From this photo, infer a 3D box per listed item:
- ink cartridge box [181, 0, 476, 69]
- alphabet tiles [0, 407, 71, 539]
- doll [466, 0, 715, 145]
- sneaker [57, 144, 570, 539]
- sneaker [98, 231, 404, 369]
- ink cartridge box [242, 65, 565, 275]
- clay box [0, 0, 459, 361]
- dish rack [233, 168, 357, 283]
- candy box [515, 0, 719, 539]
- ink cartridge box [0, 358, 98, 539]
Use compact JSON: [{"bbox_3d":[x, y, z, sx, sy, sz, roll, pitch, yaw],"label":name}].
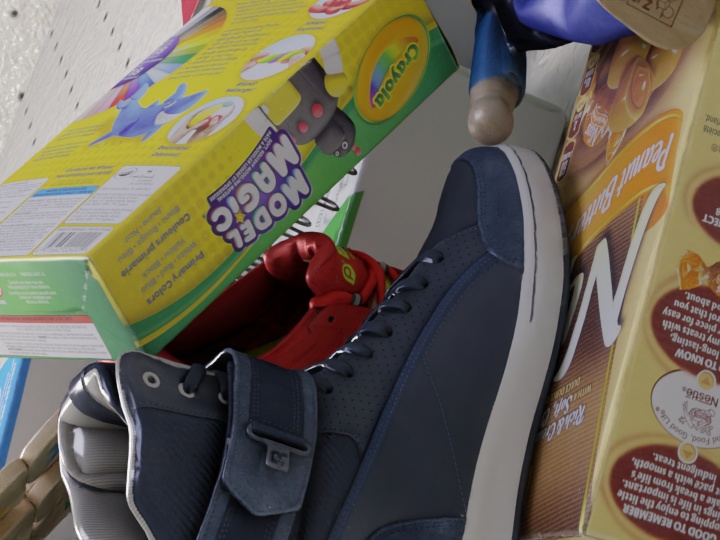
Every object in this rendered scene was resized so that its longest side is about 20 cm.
[{"bbox_3d":[-0.006,-0.156,1.283,0.083,0.146,0.200,-62,17,23],"label":"ink cartridge box"},{"bbox_3d":[-0.140,0.109,1.010,0.200,0.015,0.196,-48,-5,-20],"label":"alphabet tiles"},{"bbox_3d":[0.068,-0.107,0.916,0.200,0.048,0.137,-161,89,-76],"label":"doll"},{"bbox_3d":[-0.015,0.028,0.857,0.077,0.145,0.203,127,159,-57],"label":"sneaker"},{"bbox_3d":[0.002,0.023,0.942,0.077,0.199,0.085,-127,24,-55],"label":"sneaker"},{"bbox_3d":[0.000,0.000,1.177,0.200,0.083,0.148,154,135,-70],"label":"ink cartridge box"},{"bbox_3d":[-0.052,-0.045,0.952,0.115,0.048,0.200,-1,35,50],"label":"clay box"},{"bbox_3d":[-0.039,-0.045,1.116,0.201,0.054,0.153,-63,18,12],"label":"dish rack"},{"bbox_3d":[0.097,0.001,0.873,0.115,0.055,0.201,155,133,-71],"label":"candy box"},{"bbox_3d":[-0.157,0.138,1.230,0.200,0.084,0.147,131,153,-57],"label":"ink cartridge box"}]
